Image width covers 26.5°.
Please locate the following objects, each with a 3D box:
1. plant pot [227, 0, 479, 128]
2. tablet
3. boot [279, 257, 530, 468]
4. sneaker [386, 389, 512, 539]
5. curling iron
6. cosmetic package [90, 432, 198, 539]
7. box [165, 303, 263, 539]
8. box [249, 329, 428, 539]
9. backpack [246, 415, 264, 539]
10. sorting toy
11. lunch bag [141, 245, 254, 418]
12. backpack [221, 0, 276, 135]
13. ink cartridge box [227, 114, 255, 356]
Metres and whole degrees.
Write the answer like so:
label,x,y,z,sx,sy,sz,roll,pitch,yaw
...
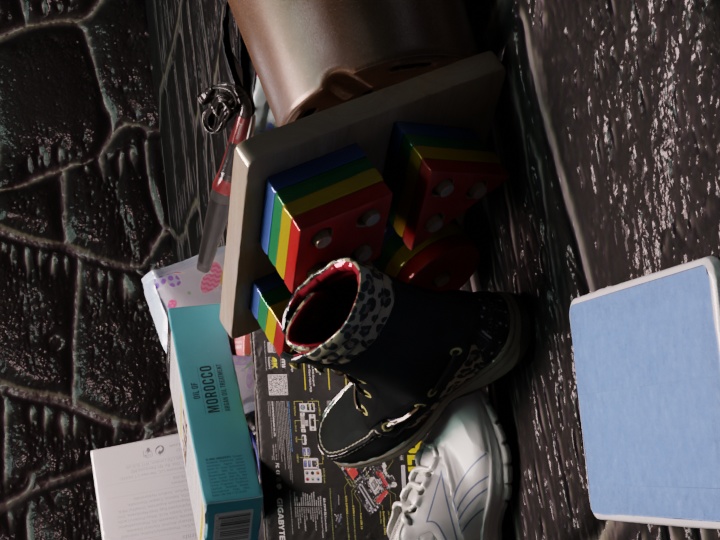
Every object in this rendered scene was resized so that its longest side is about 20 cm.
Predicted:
label,x,y,z,sx,sy,sz,roll,pitch,yaw
plant pot,-0.009,-0.200,1.089,0.200,0.199,0.199,115,140,-66
tablet,0.155,0.069,0.809,0.200,0.014,0.131,150,115,-75
boot,-0.003,0.062,1.036,0.203,0.153,0.074,-38,50,36
sneaker,0.062,0.168,1.097,0.074,0.086,0.202,-158,65,-78
curling iron,-0.121,-0.078,1.308,0.050,0.025,0.201,38,137,30
cosmetic package,-0.158,0.260,1.421,0.199,0.122,0.201,60,-161,-78
box,-0.125,0.131,1.281,0.083,0.049,0.201,100,160,-49
box,-0.002,0.128,1.212,0.049,0.159,0.202,-17,-77,-72
backpack,-0.027,0.250,1.358,0.183,0.146,0.201,80,-178,-54
sorting toy,0.011,-0.031,1.050,0.070,0.198,0.201,55,154,27
lunch bag,-0.112,0.070,1.506,0.127,0.199,0.170,-33,72,34
backpack,-0.057,-0.209,1.392,0.167,0.126,0.201,79,-167,-75
ink cartridge box,-0.075,-0.026,1.318,0.116,0.067,0.202,170,103,-76
